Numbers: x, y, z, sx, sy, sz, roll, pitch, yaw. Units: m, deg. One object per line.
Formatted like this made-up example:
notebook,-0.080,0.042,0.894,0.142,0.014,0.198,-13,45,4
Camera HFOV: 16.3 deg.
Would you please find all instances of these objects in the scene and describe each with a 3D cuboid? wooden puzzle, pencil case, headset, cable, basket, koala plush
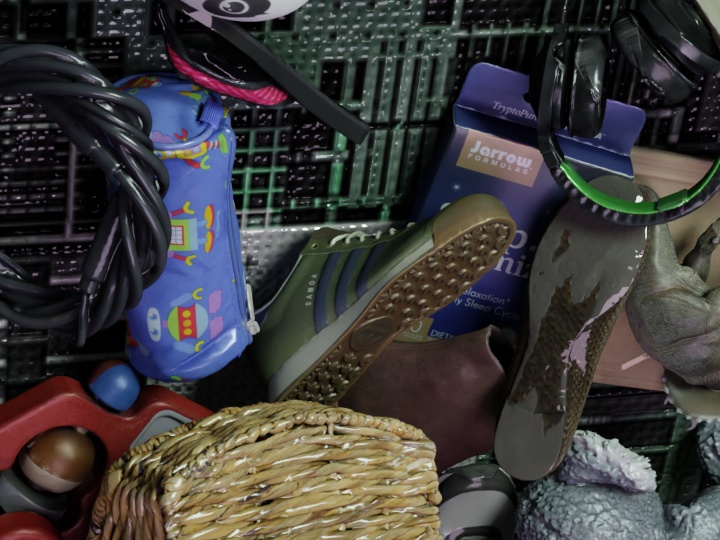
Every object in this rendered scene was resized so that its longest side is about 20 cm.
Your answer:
wooden puzzle,0.197,-0.001,1.668,0.200,0.037,0.185,11,123,-19
pencil case,-0.109,-0.023,1.519,0.087,0.078,0.200,2,129,8
headset,0.151,-0.121,1.491,0.123,0.094,0.200,-21,97,15
cable,-0.181,-0.046,1.456,0.163,0.051,0.200,-3,119,23
basket,-0.068,0.152,1.554,0.200,0.149,0.143,-8,95,-30
koala plush,0.191,0.188,1.721,0.200,0.184,0.177,25,116,-26

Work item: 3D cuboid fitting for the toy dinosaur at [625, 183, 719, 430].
toy dinosaur,0.217,0.031,1.626,0.102,0.077,0.200,-35,129,5

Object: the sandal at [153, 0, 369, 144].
sandal,-0.073,-0.116,1.460,0.200,0.075,0.045,36,94,-38

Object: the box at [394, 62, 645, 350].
box,0.093,-0.029,1.594,0.121,0.032,0.200,15,121,-10

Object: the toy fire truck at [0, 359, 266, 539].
toy fire truck,-0.170,0.137,1.607,0.200,0.112,0.168,31,104,-34

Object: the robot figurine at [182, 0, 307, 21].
robot figurine,-0.046,-0.230,1.349,0.125,0.150,0.200,6,126,-41

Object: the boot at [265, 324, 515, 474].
boot,0.043,0.123,1.651,0.166,0.072,0.200,-9,129,22

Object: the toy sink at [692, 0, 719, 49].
toy sink,0.316,-0.168,1.523,0.200,0.112,0.130,-31,130,7

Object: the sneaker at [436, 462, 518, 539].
sneaker,0.078,0.218,1.767,0.074,0.079,0.200,-3,126,-13

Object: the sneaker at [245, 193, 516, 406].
sneaker,0.000,0.000,1.564,0.200,0.090,0.067,-42,147,20

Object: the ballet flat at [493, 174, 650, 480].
ballet flat,0.131,0.036,1.569,0.067,0.046,0.200,18,97,13
